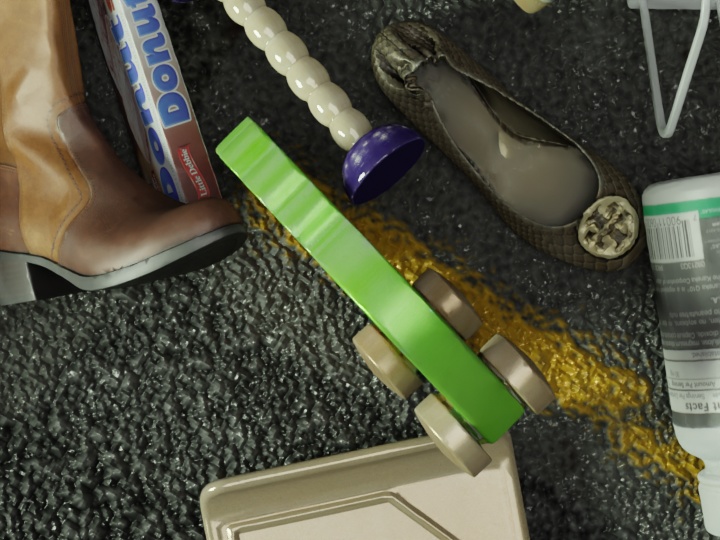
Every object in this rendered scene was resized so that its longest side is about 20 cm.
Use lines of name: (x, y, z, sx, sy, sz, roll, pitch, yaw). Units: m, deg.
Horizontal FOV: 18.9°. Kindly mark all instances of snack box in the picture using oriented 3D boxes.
snack box: (-0.125, -0.123, 1.209, 0.024, 0.072, 0.202, -19, 93, -20)

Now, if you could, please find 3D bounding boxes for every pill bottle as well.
pill bottle: (0.227, 0.043, 1.222, 0.112, 0.113, 0.202, -9, 93, -4)

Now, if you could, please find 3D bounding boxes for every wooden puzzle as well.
wooden puzzle: (0.013, 0.199, 1.251, 0.183, 0.037, 0.202, -11, 98, -4)

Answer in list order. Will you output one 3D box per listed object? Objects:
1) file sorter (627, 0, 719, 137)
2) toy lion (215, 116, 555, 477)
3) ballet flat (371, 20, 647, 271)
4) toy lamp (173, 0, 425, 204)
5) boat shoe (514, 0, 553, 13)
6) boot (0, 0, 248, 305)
file sorter: (0.259, -0.150, 1.184, 0.198, 0.139, 0.126, 1, 57, -4)
toy lion: (0.000, 0.000, 1.167, 0.069, 0.200, 0.192, -43, 113, 0)
ballet flat: (0.086, -0.071, 1.241, 0.200, 0.046, 0.067, 42, 89, -4)
toy lamp: (-0.048, -0.125, 1.155, 0.058, 0.058, 0.200, -40, 75, -2)
boat shoe: (0.049, -0.226, 1.147, 0.071, 0.076, 0.201, -20, 74, -44)
boot: (-0.148, -0.090, 1.177, 0.068, 0.187, 0.202, -11, 92, -42)
